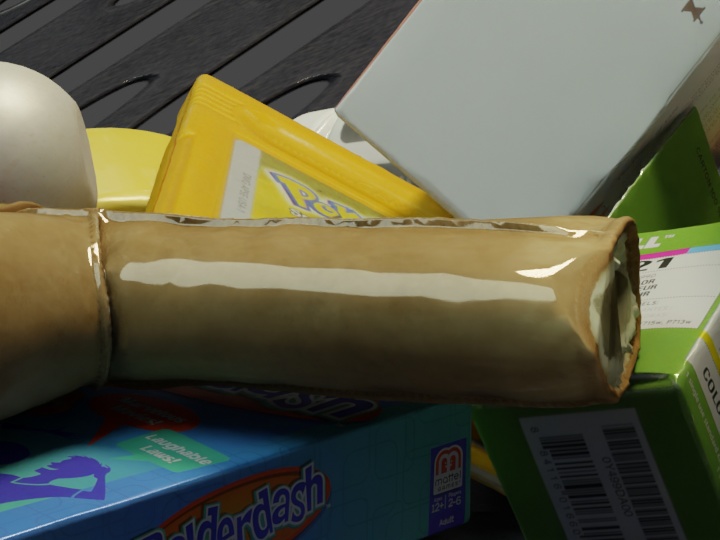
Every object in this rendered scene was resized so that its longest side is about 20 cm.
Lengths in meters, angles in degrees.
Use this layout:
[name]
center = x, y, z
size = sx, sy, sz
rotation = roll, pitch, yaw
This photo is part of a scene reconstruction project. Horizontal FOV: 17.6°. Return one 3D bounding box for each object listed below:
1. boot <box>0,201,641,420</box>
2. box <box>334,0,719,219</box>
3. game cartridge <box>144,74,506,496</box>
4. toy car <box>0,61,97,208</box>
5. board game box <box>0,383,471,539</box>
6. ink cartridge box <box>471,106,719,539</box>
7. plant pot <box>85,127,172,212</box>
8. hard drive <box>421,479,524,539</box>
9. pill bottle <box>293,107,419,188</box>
[boot]
center = -0.032, 0.012, 0.628
size = 0.199, 0.066, 0.175
rotation = 3, 15, 13
[box]
center = 0.086, -0.068, 0.923
size = 0.125, 0.097, 0.200
rotation = -51, -13, 6
[game cartridge]
center = 0.000, 0.000, 0.912
size = 0.033, 0.176, 0.200
rotation = -59, 10, 21
[toy car]
center = -0.184, -0.012, 0.821
size = 0.174, 0.150, 0.201
rotation = -12, 52, 1
[board game box]
center = -0.089, 0.059, 0.676
size = 0.152, 0.045, 0.200
rotation = 15, 20, 42
[ink cartridge box]
center = 0.130, 0.046, 0.782
size = 0.076, 0.148, 0.200
rotation = -8, 27, 35
[plant pot]
center = -0.093, 0.073, 0.945
size = 0.200, 0.201, 0.189
rotation = -27, 37, -3
[hard drive]
center = 0.063, 0.084, 0.920
size = 0.134, 0.042, 0.200
rotation = -21, 20, 12
[pill bottle]
center = 0.052, -0.041, 1.131
size = 0.199, 0.114, 0.114
rotation = -4, 29, 43
